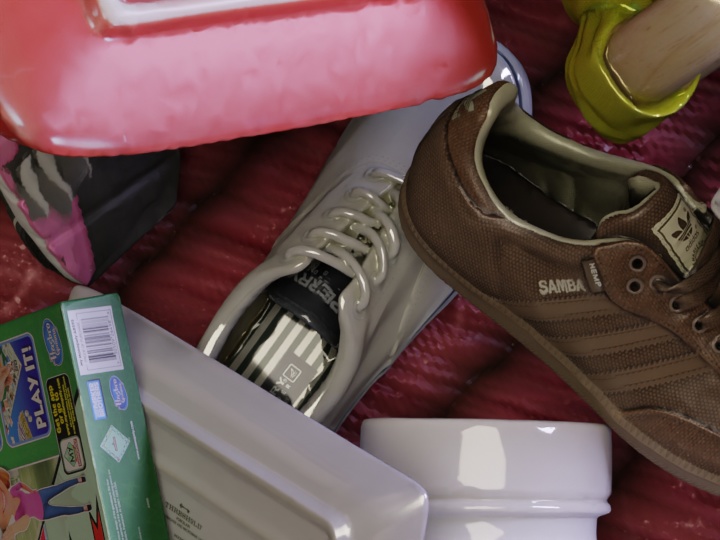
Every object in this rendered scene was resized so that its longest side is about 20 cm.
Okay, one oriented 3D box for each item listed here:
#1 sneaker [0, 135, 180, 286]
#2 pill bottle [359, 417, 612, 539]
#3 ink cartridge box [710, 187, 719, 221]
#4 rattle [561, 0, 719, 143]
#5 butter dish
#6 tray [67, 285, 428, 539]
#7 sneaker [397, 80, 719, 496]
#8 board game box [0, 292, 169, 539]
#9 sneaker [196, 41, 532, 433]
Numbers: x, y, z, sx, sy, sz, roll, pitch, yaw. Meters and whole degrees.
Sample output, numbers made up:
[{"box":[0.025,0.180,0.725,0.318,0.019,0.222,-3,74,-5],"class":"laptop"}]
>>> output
[{"box":[-0.139,-0.091,1.005,0.080,0.086,0.200,-29,102,-28],"class":"sneaker"},{"box":[0.043,0.153,0.936,0.119,0.120,0.201,1,85,7],"class":"pill bottle"},{"box":[0.217,-0.066,0.880,0.050,0.162,0.200,28,87,44],"class":"ink cartridge box"},{"box":[0.134,-0.143,0.885,0.200,0.130,0.143,-36,71,12],"class":"rattle"},{"box":[-0.084,-0.115,0.904,0.199,0.148,0.200,-12,73,-36],"class":"butter dish"},{"box":[-0.056,0.088,0.930,0.200,0.022,0.108,28,116,43],"class":"tray"},{"box":[0.103,0.010,0.913,0.200,0.076,0.070,32,56,5],"class":"sneaker"},{"box":[-0.115,0.121,0.962,0.134,0.029,0.201,-19,81,46],"class":"board game box"},{"box":[0.000,0.000,0.977,0.073,0.071,0.200,30,89,8],"class":"sneaker"}]
